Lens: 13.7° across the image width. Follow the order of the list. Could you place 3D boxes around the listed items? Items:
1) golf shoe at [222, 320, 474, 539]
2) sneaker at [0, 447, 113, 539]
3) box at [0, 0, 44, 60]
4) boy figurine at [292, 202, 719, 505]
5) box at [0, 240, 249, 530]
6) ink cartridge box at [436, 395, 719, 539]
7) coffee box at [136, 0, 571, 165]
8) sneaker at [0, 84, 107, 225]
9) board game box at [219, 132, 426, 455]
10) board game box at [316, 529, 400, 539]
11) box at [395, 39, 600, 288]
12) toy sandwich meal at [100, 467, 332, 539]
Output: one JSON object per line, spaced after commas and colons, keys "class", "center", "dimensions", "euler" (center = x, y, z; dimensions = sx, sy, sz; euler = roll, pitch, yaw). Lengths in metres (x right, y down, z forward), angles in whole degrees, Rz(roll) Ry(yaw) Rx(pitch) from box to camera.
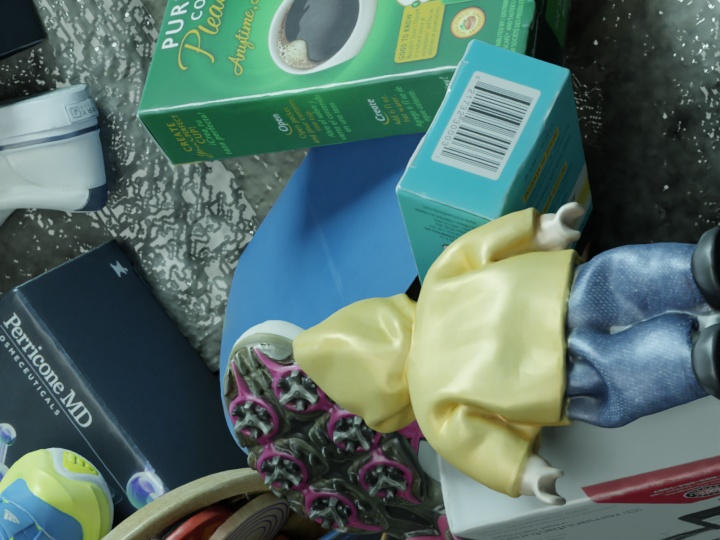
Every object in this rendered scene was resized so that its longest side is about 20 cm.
{"class": "golf shoe", "center": [0.015, 0.078, 1.356], "dimensions": [0.072, 0.092, 0.200], "euler": [-30, 124, 33]}
{"class": "sneaker", "center": [-0.191, 0.176, 1.422], "dimensions": [0.075, 0.105, 0.201], "euler": [30, 112, 17]}
{"class": "box", "center": [-0.288, -0.143, 1.516], "dimensions": [0.199, 0.107, 0.149], "euler": [-19, 96, 28]}
{"class": "boy figurine", "center": [0.065, 0.037, 1.219], "dimensions": [0.199, 0.064, 0.125], "euler": [-11, 70, 29]}
{"class": "box", "center": [-0.168, 0.110, 1.523], "dimensions": [0.200, 0.107, 0.149], "euler": [-40, 86, 26]}
{"class": "ink cartridge box", "center": [0.141, 0.074, 1.322], "dimensions": [0.145, 0.200, 0.084], "euler": [-17, 72, 27]}
{"class": "coffee box", "center": [0.001, -0.118, 1.392], "dimensions": [0.199, 0.124, 0.044], "euler": [-8, 142, 24]}
{"class": "sneaker", "center": [-0.221, -0.042, 1.533], "dimensions": [0.199, 0.073, 0.071], "euler": [-10, 96, 26]}
{"class": "board game box", "center": [0.000, 0.000, 1.430], "dimensions": [0.039, 0.158, 0.200], "euler": [22, 116, -26]}
{"class": "board game box", "center": [0.042, 0.167, 1.408], "dimensions": [0.136, 0.199, 0.035], "euler": [60, 149, -1]}
{"class": "box", "center": [0.066, -0.012, 1.343], "dimensions": [0.049, 0.200, 0.083], "euler": [19, 66, 19]}
{"class": "toy sandwich meal", "center": [-0.068, 0.181, 1.430], "dimensions": [0.070, 0.204, 0.206], "euler": [48, 120, 34]}
